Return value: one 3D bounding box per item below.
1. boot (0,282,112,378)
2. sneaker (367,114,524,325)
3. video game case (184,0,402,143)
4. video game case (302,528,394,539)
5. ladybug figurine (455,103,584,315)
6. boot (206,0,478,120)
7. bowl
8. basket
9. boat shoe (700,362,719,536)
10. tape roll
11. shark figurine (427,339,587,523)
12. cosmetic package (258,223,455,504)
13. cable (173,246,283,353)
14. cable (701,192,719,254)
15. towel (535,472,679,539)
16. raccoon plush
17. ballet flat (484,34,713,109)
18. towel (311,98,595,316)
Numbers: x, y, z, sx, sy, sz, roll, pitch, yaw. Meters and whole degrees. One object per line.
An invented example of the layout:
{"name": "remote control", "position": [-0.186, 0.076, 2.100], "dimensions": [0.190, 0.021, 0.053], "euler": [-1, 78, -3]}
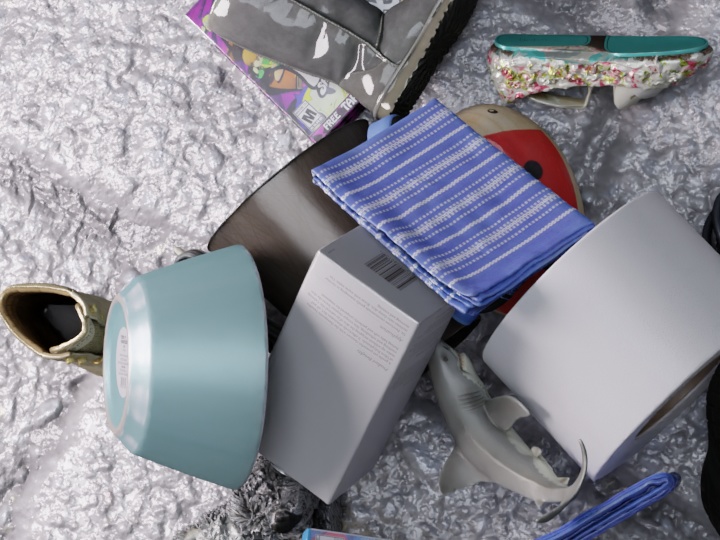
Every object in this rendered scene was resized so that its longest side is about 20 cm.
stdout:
{"name": "boot", "position": [-0.209, 0.067, 1.735], "dimensions": [0.200, 0.155, 0.073], "euler": [26, 89, 14]}
{"name": "sneaker", "position": [0.077, -0.056, 1.661], "dimensions": [0.078, 0.070, 0.200], "euler": [-34, 69, 23]}
{"name": "video game case", "position": [-0.029, -0.241, 1.799], "dimensions": [0.200, 0.036, 0.181], "euler": [-46, 76, 3]}
{"name": "video game case", "position": [0.045, 0.297, 1.654], "dimensions": [0.199, 0.018, 0.144], "euler": [10, 63, -14]}
{"name": "ladybug figurine", "position": [0.123, -0.053, 1.722], "dimensions": [0.135, 0.072, 0.201], "euler": [-23, 79, 8]}
{"name": "boot", "position": [-0.013, -0.241, 1.748], "dimensions": [0.200, 0.073, 0.182], "euler": [34, 89, 19]}
{"name": "bowl", "position": [-0.149, 0.079, 1.622], "dimensions": [0.105, 0.201, 0.202], "euler": [1, 82, -18]}
{"name": "basket", "position": [0.000, 0.000, 1.714], "dimensions": [0.180, 0.136, 0.200], "euler": [-39, 81, -11]}
{"name": "boat shoe", "position": [0.324, 0.136, 1.611], "dimensions": [0.074, 0.200, 0.076], "euler": [-10, 46, -9]}
{"name": "tape roll", "position": [0.217, 0.053, 1.621], "dimensions": [0.203, 0.203, 0.139], "euler": [-43, 76, 4]}
{"name": "shark figurine", "position": [0.108, 0.158, 1.591], "dimensions": [0.089, 0.128, 0.214], "euler": [-31, 43, -14]}
{"name": "cosmetic package", "position": [-0.012, 0.076, 1.616], "dimensions": [0.107, 0.085, 0.200], "euler": [36, 124, 15]}
{"name": "cable", "position": [-0.094, 0.036, 1.735], "dimensions": [0.200, 0.097, 0.050], "euler": [23, 43, 25]}
{"name": "cable", "position": [0.379, -0.034, 1.675], "dimensions": [0.199, 0.051, 0.164], "euler": [-4, 82, 12]}
{"name": "towel", "position": [0.191, 0.199, 1.600], "dimensions": [0.145, 0.200, 0.024], "euler": [-31, 81, 6]}
{"name": "raccoon plush", "position": [-0.086, 0.186, 1.750], "dimensions": [0.134, 0.097, 0.201], "euler": [-8, 50, 25]}
{"name": "ballet flat", "position": [0.208, -0.173, 1.732], "dimensions": [0.199, 0.076, 0.064], "euler": [3, 114, 17]}
{"name": "towel", "position": [0.075, -0.056, 1.602], "dimensions": [0.145, 0.024, 0.200], "euler": [-32, 56, -26]}
